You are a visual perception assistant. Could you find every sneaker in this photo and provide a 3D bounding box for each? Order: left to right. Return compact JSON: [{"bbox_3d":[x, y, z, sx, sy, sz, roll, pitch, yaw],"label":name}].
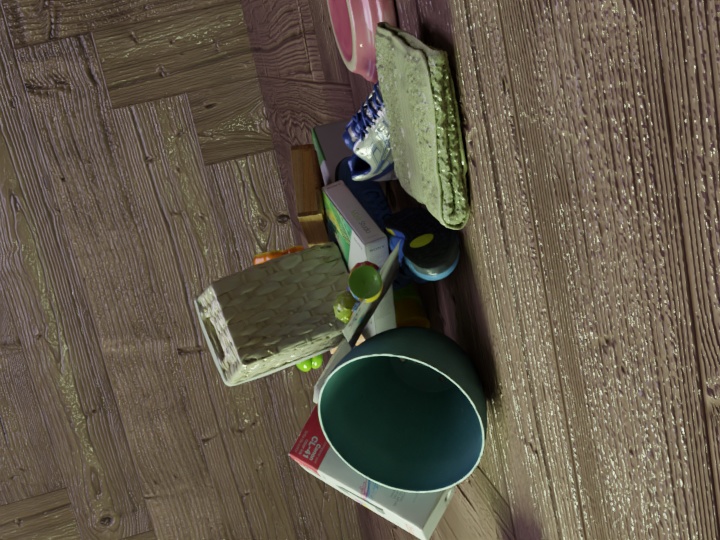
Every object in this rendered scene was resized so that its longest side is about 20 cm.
[{"bbox_3d":[0.027,-0.072,1.295,0.078,0.066,0.201,-33,75,60],"label":"sneaker"},{"bbox_3d":[0.024,-0.170,1.108,0.200,0.088,0.076,90,166,-55],"label":"sneaker"},{"bbox_3d":[0.081,-0.016,1.094,0.200,0.066,0.079,-125,12,-71],"label":"sneaker"}]

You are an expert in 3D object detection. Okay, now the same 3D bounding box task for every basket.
[{"bbox_3d":[-0.105,0.054,1.254,0.136,0.199,0.123,67,159,9],"label":"basket"}]

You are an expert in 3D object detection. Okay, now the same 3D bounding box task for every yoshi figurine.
[{"bbox_3d":[-0.118,0.068,1.523,0.112,0.112,0.201,20,-124,-83],"label":"yoshi figurine"}]

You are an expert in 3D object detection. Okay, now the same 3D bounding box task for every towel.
[{"bbox_3d":[0.062,-0.153,0.980,0.148,0.036,0.201,-132,26,-57],"label":"towel"}]

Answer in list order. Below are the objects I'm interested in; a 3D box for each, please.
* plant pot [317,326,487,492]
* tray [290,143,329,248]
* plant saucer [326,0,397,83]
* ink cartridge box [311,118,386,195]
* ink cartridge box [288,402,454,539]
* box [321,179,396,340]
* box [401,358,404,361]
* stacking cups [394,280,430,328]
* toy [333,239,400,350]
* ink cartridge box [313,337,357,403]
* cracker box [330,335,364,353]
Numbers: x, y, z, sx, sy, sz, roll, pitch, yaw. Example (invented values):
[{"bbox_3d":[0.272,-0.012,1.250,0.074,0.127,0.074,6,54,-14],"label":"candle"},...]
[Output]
[{"bbox_3d":[0.064,0.145,1.124,0.135,0.199,0.201,-60,-34,-54],"label":"plant pot"},{"bbox_3d":[-0.067,-0.097,1.320,0.200,0.037,0.099,83,180,-77],"label":"tray"},{"bbox_3d":[-0.004,-0.327,1.159,0.201,0.051,0.202,165,90,-82],"label":"plant saucer"},{"bbox_3d":[-0.015,-0.116,1.481,0.201,0.083,0.145,87,166,-52],"label":"ink cartridge box"},{"bbox_3d":[0.018,0.267,1.234,0.199,0.086,0.148,28,165,17],"label":"ink cartridge box"},{"bbox_3d":[0.000,0.000,1.241,0.144,0.036,0.201,-126,23,-47],"label":"box"},{"bbox_3d":[0.078,0.212,1.460,0.082,0.068,0.201,-119,16,-60],"label":"box"},{"bbox_3d":[0.047,0.011,1.376,0.061,0.060,0.201,85,170,-50],"label":"stacking cups"},{"bbox_3d":[0.001,0.024,1.069,0.047,0.116,0.200,31,172,4],"label":"toy"},{"bbox_3d":[0.036,0.191,1.285,0.199,0.083,0.147,32,165,5],"label":"ink cartridge box"},{"bbox_3d":[-0.010,0.050,1.553,0.200,0.133,0.058,-117,17,-60],"label":"cracker box"}]
